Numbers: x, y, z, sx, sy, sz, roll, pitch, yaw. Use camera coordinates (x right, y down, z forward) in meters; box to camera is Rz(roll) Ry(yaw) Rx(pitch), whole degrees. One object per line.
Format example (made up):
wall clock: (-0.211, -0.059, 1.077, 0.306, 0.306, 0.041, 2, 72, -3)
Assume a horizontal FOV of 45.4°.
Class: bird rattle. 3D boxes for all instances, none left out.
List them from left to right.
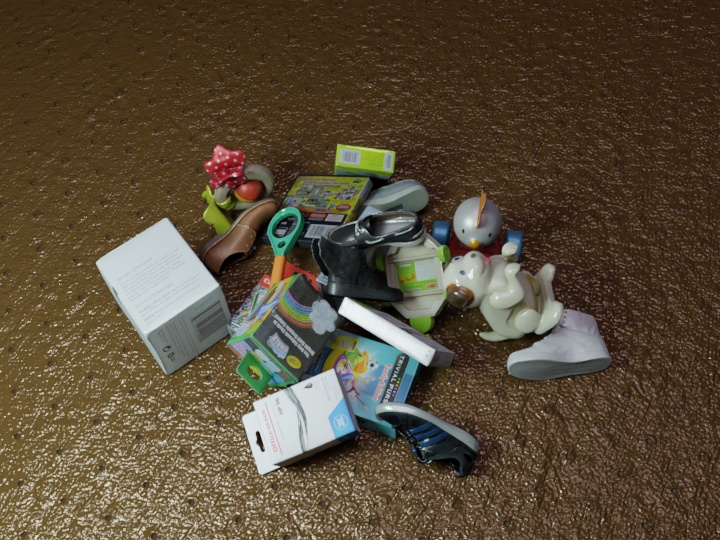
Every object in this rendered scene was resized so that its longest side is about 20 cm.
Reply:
bird rattle: (-0.255, -0.179, 1.776, 0.160, 0.202, 0.114, -10, 53, -32)

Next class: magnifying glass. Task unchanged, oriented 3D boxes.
magnifying glass: (-0.157, -0.043, 1.714, 0.078, 0.022, 0.203, -13, 52, 24)

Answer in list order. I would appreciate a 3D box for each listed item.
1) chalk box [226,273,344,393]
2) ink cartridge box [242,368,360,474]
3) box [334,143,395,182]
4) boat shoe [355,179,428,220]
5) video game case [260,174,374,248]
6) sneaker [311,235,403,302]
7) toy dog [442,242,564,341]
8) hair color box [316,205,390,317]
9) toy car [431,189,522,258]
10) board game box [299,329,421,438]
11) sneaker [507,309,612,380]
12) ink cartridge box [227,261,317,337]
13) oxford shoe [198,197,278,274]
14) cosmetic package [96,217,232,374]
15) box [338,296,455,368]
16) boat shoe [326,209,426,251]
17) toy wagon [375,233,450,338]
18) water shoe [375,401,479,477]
chalk box: (-0.149, 0.127, 1.550, 0.125, 0.123, 0.201, 46, 63, -14)
ink cartridge box: (-0.112, 0.267, 1.507, 0.197, 0.068, 0.118, -23, 72, 3)
box: (0.006, -0.220, 1.790, 0.119, 0.200, 0.049, 7, 89, -2)
boat shoe: (0.045, -0.137, 1.802, 0.197, 0.071, 0.072, -19, 33, -3)
video game case: (-0.090, -0.124, 1.777, 0.197, 0.026, 0.183, 5, 55, 35)
sneaker: (-0.001, 0.000, 1.599, 0.196, 0.060, 0.107, 7, 83, -30)
toy dog: (0.242, 0.033, 1.574, 0.197, 0.194, 0.142, 25, 48, -20)
hair color box: (-0.008, -0.018, 1.700, 0.060, 0.100, 0.201, 24, 61, 19)
toy car: (0.221, -0.061, 1.652, 0.180, 0.202, 0.180, 8, 57, 9)
board game box: (-0.002, 0.202, 1.589, 0.196, 0.047, 0.153, 16, 60, 14)
sneaker: (0.356, 0.134, 1.599, 0.195, 0.074, 0.117, -3, 54, -10)
ink cartridge box: (-0.161, 0.066, 1.685, 0.107, 0.051, 0.201, 25, 63, 19)
oxford shoe: (-0.236, -0.068, 1.770, 0.200, 0.072, 0.071, -44, 66, -10)
cosmetic package: (-0.369, 0.049, 1.642, 0.164, 0.166, 0.200, -34, 60, -17)
box: (0.068, 0.115, 1.576, 0.198, 0.144, 0.037, 31, 94, 22)
boat shoe: (0.024, -0.076, 1.626, 0.195, 0.061, 0.075, -2, 59, 18)
toy wagon: (0.109, 0.035, 1.653, 0.153, 0.039, 0.205, -7, 91, 35)
water shoe: (0.112, 0.292, 1.482, 0.197, 0.072, 0.080, 24, 68, -4)
